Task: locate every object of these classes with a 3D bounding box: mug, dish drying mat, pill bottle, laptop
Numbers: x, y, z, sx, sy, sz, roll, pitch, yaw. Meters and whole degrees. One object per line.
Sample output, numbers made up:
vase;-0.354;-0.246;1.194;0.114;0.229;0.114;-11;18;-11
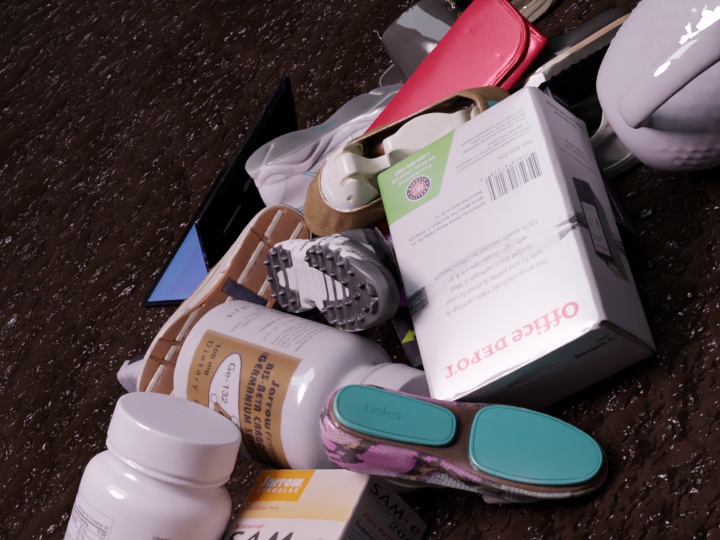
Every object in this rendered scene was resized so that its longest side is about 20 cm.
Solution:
mug;0.251;-0.149;1.443;0.175;0.148;0.200;-36;-6;31
dish drying mat;0.059;-0.125;1.588;0.200;0.018;0.077;-50;57;14
pill bottle;-0.035;0.098;1.522;0.199;0.115;0.115;15;62;39
pill bottle;-0.159;0.200;1.492;0.113;0.113;0.201;41;116;60
laptop;-0.136;-0.071;1.892;0.103;0.201;0.178;20;62;17

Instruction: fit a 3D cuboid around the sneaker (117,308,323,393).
sneaker;-0.113;0.067;1.725;0.199;0.076;0.114;-3;48;42

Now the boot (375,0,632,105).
boot;0.114;-0.186;1.613;0.199;0.077;0.139;-30;68;9

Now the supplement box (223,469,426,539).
supplement box;-0.054;0.240;1.431;0.125;0.074;0.201;-7;46;46

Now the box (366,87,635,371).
box;0.100;-0.027;1.558;0.200;0.036;0.144;-37;51;18

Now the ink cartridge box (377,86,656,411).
ink cartridge box;0.109;-0.006;1.462;0.145;0.084;0.201;-29;57;25

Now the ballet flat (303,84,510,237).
ballet flat;0.027;-0.085;1.545;0.199;0.072;0.068;-24;76;23

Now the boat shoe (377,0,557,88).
boat shoe;0.089;-0.225;1.849;0.200;0.065;0.073;-37;32;14

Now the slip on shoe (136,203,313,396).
slip on shoe;-0.107;0.035;1.645;0.201;0.076;0.061;-58;-2;-7

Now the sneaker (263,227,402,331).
sneaker;0.000;0.000;1.522;0.090;0.067;0.200;-15;9;-20

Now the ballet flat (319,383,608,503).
ballet flat;0.069;0.126;1.395;0.198;0.071;0.069;10;49;6

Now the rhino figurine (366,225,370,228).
rhino figurine;0.057;-0.080;1.697;0.200;0.087;0.060;-40;68;9

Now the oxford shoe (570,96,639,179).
oxford shoe;0.137;-0.081;1.618;0.199;0.058;0.076;-29;35;27

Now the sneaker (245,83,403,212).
sneaker;-0.002;-0.105;1.815;0.199;0.081;0.070;-27;21;-9
